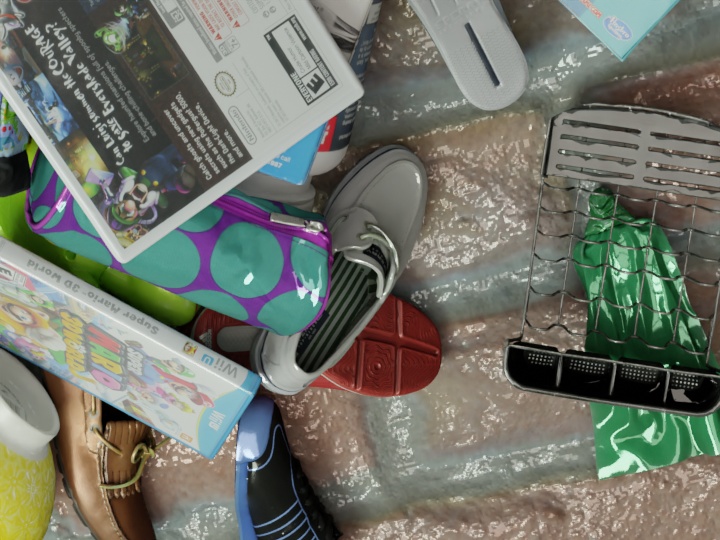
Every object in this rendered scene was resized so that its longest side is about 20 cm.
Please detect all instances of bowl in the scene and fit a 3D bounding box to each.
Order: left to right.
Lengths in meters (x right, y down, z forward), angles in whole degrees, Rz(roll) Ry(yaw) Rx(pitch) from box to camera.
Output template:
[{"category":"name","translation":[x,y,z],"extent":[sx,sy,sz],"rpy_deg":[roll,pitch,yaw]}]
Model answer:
[{"category":"bowl","translation":[-0.274,0.117,1.510],"extent":[0.107,0.200,0.200],"rpy_deg":[-39,101,12]}]

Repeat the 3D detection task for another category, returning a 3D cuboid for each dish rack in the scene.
[{"category":"dish rack","translation":[0.183,-0.011,1.477],"extent":[0.152,0.055,0.202],"rpy_deg":[8,96,4]}]

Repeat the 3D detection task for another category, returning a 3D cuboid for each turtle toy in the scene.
[{"category":"turtle toy","translation":[-0.185,-0.032,1.485],"extent":[0.200,0.101,0.146],"rpy_deg":[46,151,20]}]

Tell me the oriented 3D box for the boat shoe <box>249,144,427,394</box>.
[{"category":"boat shoe","translation":[0.000,0.000,1.478],"extent":[0.073,0.067,0.201],"rpy_deg":[35,70,-21]}]

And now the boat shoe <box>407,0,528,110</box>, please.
[{"category":"boat shoe","translation":[0.051,-0.199,1.446],"extent":[0.072,0.071,0.201],"rpy_deg":[-24,119,-4]}]

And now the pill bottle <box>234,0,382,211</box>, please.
[{"category":"pill bottle","translation":[-0.058,-0.128,1.466],"extent":[0.118,0.120,0.202],"rpy_deg":[13,107,0]}]

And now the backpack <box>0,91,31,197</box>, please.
[{"category":"backpack","translation":[-0.269,-0.158,1.310],"extent":[0.162,0.154,0.202],"rpy_deg":[15,94,6]}]

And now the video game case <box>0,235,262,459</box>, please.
[{"category":"video game case","translation":[-0.171,0.055,1.466],"extent":[0.199,0.143,0.018],"rpy_deg":[28,63,-3]}]

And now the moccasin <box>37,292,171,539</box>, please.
[{"category":"moccasin","translation":[-0.179,0.112,1.574],"extent":[0.077,0.074,0.203],"rpy_deg":[-10,96,15]}]

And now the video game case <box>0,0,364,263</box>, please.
[{"category":"video game case","translation":[-0.122,-0.135,1.270],"extent":[0.181,0.023,0.201],"rpy_deg":[-35,110,-5]}]

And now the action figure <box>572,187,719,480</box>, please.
[{"category":"action figure","translation":[0.198,0.037,1.532],"extent":[0.117,0.055,0.202],"rpy_deg":[-16,98,10]}]

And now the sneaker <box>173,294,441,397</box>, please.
[{"category":"sneaker","translation":[-0.048,0.051,1.551],"extent":[0.198,0.115,0.079],"rpy_deg":[9,81,-28]}]

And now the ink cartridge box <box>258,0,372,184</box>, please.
[{"category":"ink cartridge box","translation":[-0.073,-0.174,1.331],"extent":[0.145,0.086,0.202],"rpy_deg":[19,95,-19]}]

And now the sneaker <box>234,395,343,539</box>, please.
[{"category":"sneaker","translation":[-0.051,0.181,1.586],"extent":[0.077,0.070,0.202],"rpy_deg":[-2,114,1]}]

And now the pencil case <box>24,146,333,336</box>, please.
[{"category":"pencil case","translation":[-0.113,-0.031,1.387],"extent":[0.199,0.086,0.093],"rpy_deg":[22,129,-24]}]

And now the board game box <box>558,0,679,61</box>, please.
[{"category":"board game box","translation":[0.189,-0.266,1.445],"extent":[0.151,0.047,0.200],"rpy_deg":[42,104,-8]}]
